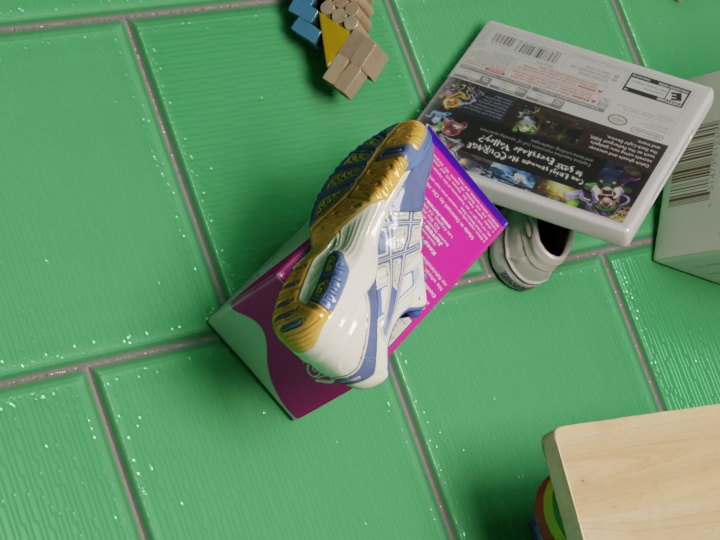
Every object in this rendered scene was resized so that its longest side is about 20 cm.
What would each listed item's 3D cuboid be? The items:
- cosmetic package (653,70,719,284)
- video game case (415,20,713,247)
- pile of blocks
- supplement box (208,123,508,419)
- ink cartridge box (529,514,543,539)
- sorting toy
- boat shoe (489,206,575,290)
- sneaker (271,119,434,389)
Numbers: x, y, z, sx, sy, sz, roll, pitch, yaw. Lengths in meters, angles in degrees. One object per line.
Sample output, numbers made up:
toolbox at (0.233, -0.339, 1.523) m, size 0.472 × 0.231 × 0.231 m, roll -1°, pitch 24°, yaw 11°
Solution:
cosmetic package at (0.380, -0.069, 1.812) m, size 0.200 × 0.166 × 0.168 m, roll 16°, pitch 75°, yaw -29°
video game case at (0.152, -0.111, 1.707) m, size 0.200 × 0.023 × 0.182 m, roll 20°, pitch 49°, yaw 19°
pile of blocks at (-0.023, -0.226, 1.696) m, size 0.062 × 0.082 × 0.200 m, roll 39°, pitch 47°, yaw -73°
supplement box at (0.000, 0.000, 1.573) m, size 0.103 × 0.101 × 0.200 m, roll 50°, pitch 51°, yaw -6°
ink cartridge box at (0.218, 0.227, 1.646) m, size 0.200 × 0.076 × 0.137 m, roll -12°, pitch 77°, yaw -37°
sorting toy at (0.222, 0.206, 1.564) m, size 0.200 × 0.070 × 0.199 m, roll -5°, pitch 73°, yaw -34°
boat shoe at (0.151, -0.081, 1.739) m, size 0.072 × 0.066 × 0.200 m, roll 30°, pitch 56°, yaw -21°
sneaker at (0.010, -0.009, 1.483) m, size 0.088 × 0.075 × 0.200 m, roll 42°, pitch 58°, yaw -27°
